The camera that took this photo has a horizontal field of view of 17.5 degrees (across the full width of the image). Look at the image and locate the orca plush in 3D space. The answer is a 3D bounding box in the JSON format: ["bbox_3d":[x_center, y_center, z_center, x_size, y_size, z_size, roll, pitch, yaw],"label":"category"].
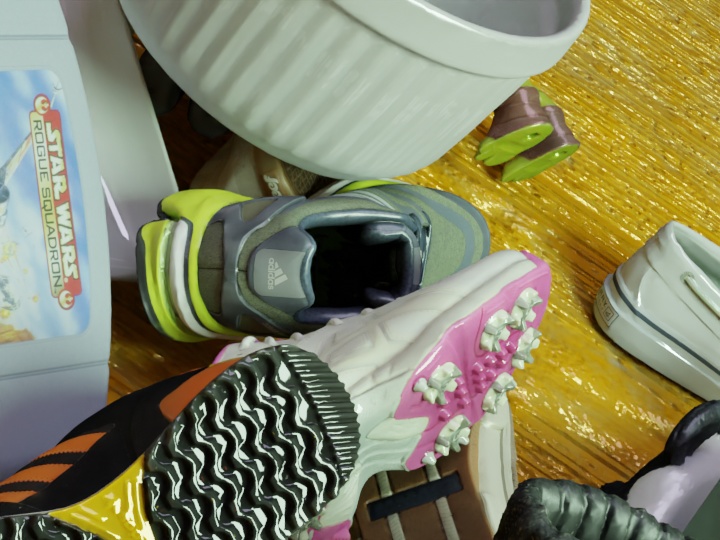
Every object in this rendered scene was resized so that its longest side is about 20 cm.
[{"bbox_3d":[0.135,0.087,1.007,0.071,0.105,0.200,10,43,36],"label":"orca plush"}]

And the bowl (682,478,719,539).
[{"bbox_3d":[0.179,0.162,0.898,0.201,0.105,0.201,27,44,-29],"label":"bowl"}]

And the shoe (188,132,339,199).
[{"bbox_3d":[-0.022,-0.074,1.080,0.070,0.053,0.200,59,30,-13],"label":"shoe"}]

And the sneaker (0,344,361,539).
[{"bbox_3d":[-0.095,0.093,0.760,0.200,0.090,0.070,-32,98,-21],"label":"sneaker"}]

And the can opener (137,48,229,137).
[{"bbox_3d":[-0.058,-0.108,1.085,0.053,0.067,0.200,22,34,2],"label":"can opener"}]

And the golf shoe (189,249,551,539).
[{"bbox_3d":[-0.012,0.044,0.870,0.091,0.075,0.200,36,57,27],"label":"golf shoe"}]

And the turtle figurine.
[{"bbox_3d":[0.060,-0.128,1.191,0.200,0.064,0.162,66,2,-75],"label":"turtle figurine"}]

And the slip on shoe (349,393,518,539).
[{"bbox_3d":[0.033,0.097,0.913,0.200,0.076,0.061,-103,173,-60],"label":"slip on shoe"}]

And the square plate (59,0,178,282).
[{"bbox_3d":[-0.175,-0.078,0.930,0.198,0.028,0.200,3,58,-37],"label":"square plate"}]

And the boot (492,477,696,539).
[{"bbox_3d":[0.014,0.134,0.744,0.211,0.158,0.080,14,38,-32],"label":"boot"}]

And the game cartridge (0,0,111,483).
[{"bbox_3d":[-0.146,-0.019,0.803,0.133,0.041,0.201,-8,91,-45],"label":"game cartridge"}]

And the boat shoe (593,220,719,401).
[{"bbox_3d":[0.212,0.046,1.143,0.200,0.067,0.074,27,33,-15],"label":"boat shoe"}]

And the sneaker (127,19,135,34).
[{"bbox_3d":[-0.105,-0.157,1.094,0.199,0.080,0.130,-6,52,-48],"label":"sneaker"}]

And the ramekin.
[{"bbox_3d":[-0.012,-0.130,0.984,0.200,0.105,0.200,30,31,-20],"label":"ramekin"}]

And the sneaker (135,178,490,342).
[{"bbox_3d":[0.000,0.000,0.958,0.081,0.074,0.200,4,9,36],"label":"sneaker"}]
